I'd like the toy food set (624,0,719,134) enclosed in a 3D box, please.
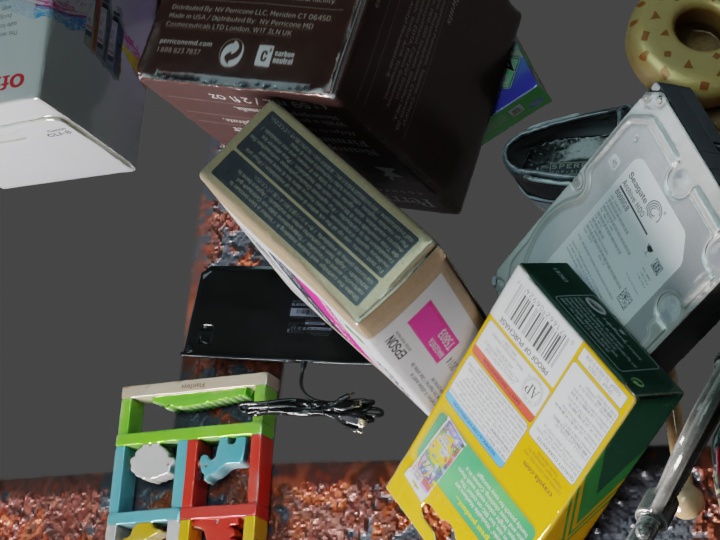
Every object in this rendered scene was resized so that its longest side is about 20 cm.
[{"bbox_3d":[0.291,-0.151,1.171,0.198,0.049,0.200,-39,60,-12],"label":"toy food set"}]

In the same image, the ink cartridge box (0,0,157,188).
[{"bbox_3d":[-0.268,-0.188,1.470,0.145,0.145,0.201,-6,67,27],"label":"ink cartridge box"}]

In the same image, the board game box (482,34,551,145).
[{"bbox_3d":[0.030,-0.128,1.349,0.200,0.029,0.135,-32,56,14],"label":"board game box"}]

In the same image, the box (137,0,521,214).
[{"bbox_3d":[-0.016,-0.158,1.248,0.165,0.200,0.165,9,73,33],"label":"box"}]

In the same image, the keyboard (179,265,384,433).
[{"bbox_3d":[-0.037,0.057,1.297,0.199,0.021,0.128,2,65,22],"label":"keyboard"}]

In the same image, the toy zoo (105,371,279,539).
[{"bbox_3d":[-0.127,0.177,1.311,0.131,0.020,0.201,-8,66,26],"label":"toy zoo"}]

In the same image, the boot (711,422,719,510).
[{"bbox_3d":[0.255,0.105,1.048,0.073,0.151,0.201,-7,65,27],"label":"boot"}]

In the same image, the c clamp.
[{"bbox_3d":[0.207,0.088,1.081,0.027,0.171,0.200,27,57,15],"label":"c clamp"}]

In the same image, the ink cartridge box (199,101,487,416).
[{"bbox_3d":[0.000,0.000,1.183,0.075,0.200,0.165,-44,60,-5],"label":"ink cartridge box"}]

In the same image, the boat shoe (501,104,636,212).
[{"bbox_3d":[0.193,-0.083,1.213,0.199,0.068,0.072,-3,68,28],"label":"boat shoe"}]

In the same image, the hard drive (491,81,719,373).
[{"bbox_3d":[0.172,-0.003,1.155,0.200,0.038,0.140,-51,49,36],"label":"hard drive"}]

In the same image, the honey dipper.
[{"bbox_3d":[0.199,0.065,1.171,0.038,0.038,0.201,-14,67,24],"label":"honey dipper"}]

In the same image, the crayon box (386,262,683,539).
[{"bbox_3d":[0.107,0.110,1.156,0.126,0.051,0.200,51,126,34],"label":"crayon box"}]
